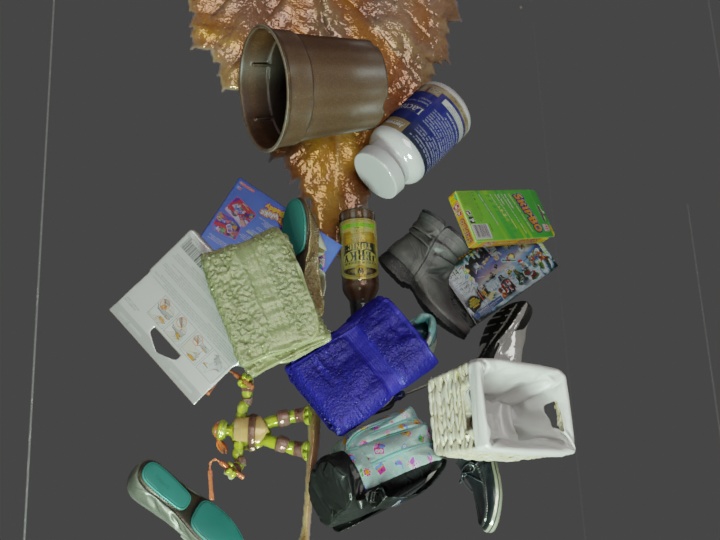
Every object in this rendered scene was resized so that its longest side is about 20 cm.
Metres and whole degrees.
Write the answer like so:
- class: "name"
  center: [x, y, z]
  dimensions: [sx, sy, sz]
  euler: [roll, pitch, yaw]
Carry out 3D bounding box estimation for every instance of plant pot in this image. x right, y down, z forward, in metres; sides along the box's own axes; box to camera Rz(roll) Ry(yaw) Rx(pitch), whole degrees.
- class: "plant pot"
  center: [-0.072, -0.299, 1.721]
  dimensions: [0.196, 0.200, 0.202]
  euler: [-6, 74, -27]

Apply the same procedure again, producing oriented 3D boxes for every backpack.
- class: "backpack"
  center: [0.030, 0.293, 1.574]
  dimensions: [0.199, 0.167, 0.127]
  euler: [-19, 76, -29]

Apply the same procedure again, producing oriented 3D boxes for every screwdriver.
- class: "screwdriver"
  center: [0.084, 0.190, 1.689]
  dimensions: [0.199, 0.028, 0.029]
  euler: [-24, 109, -20]

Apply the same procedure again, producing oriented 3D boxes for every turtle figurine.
- class: "turtle figurine"
  center: [-0.156, 0.250, 1.570]
  dimensions: [0.159, 0.065, 0.202]
  euler: [3, 62, 3]

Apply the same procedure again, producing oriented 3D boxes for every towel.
- class: "towel"
  center: [-0.143, 0.044, 1.553]
  dimensions: [0.147, 0.037, 0.201]
  euler: [-21, 77, -18]
- class: "towel"
  center: [0.001, 0.138, 1.582]
  dimensions: [0.199, 0.050, 0.148]
  euler: [-36, 65, -16]

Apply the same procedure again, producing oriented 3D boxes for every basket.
- class: "basket"
  center: [0.210, 0.218, 1.585]
  dimensions: [0.199, 0.123, 0.137]
  euler: [11, 66, -37]

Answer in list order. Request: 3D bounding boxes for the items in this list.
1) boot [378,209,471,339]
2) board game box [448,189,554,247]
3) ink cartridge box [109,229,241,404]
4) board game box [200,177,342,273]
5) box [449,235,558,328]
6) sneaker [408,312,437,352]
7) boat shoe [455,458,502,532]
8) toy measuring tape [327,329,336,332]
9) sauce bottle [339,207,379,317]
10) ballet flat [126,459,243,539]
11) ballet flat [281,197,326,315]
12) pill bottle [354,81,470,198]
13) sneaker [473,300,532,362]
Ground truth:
- class: "boot"
  center: [0.138, 0.004, 1.712]
  dimensions: [0.132, 0.070, 0.200]
  euler: [-43, 89, -7]
- class: "board game box"
  center: [0.241, -0.090, 1.769]
  dimensions: [0.199, 0.030, 0.096]
  euler: [-6, 66, -37]
- class: "ink cartridge box"
  center: [-0.249, 0.070, 1.591]
  dimensions: [0.176, 0.045, 0.200]
  euler: [-43, 83, -2]
- class: "board game box"
  center: [-0.148, -0.036, 1.680]
  dimensions: [0.199, 0.045, 0.135]
  euler: [34, 66, -5]
- class: "box"
  center: [0.224, -0.009, 1.795]
  dimensions: [0.199, 0.040, 0.137]
  euler: [-33, 84, -24]
- class: "sneaker"
  center: [0.049, 0.136, 1.654]
  dimensions: [0.077, 0.087, 0.200]
  euler: [35, 57, 16]
- class: "boat shoe"
  center: [0.183, 0.313, 1.661]
  dimensions: [0.062, 0.075, 0.202]
  euler: [0, 67, -13]
- class: "toy measuring tape"
  center: [-0.071, 0.111, 1.639]
  dimensions: [0.198, 0.074, 0.074]
  euler: [13, 69, -11]
- class: "sauce bottle"
  center: [0.000, 0.000, 1.706]
  dimensions: [0.064, 0.065, 0.202]
  euler: [1, 72, -18]
- class: "ballet flat"
  center: [-0.252, 0.351, 1.512]
  dimensions: [0.200, 0.064, 0.067]
  euler: [42, 39, -4]
- class: "ballet flat"
  center: [-0.085, -0.014, 1.641]
  dimensions: [0.065, 0.070, 0.202]
  euler: [15, 67, -40]
- class: "pill bottle"
  center: [0.087, -0.219, 1.778]
  dimensions: [0.116, 0.116, 0.200]
  euler: [45, 65, 0]
- class: "sneaker"
  center: [0.237, 0.142, 1.743]
  dimensions: [0.080, 0.074, 0.201]
  euler: [38, 69, -19]
